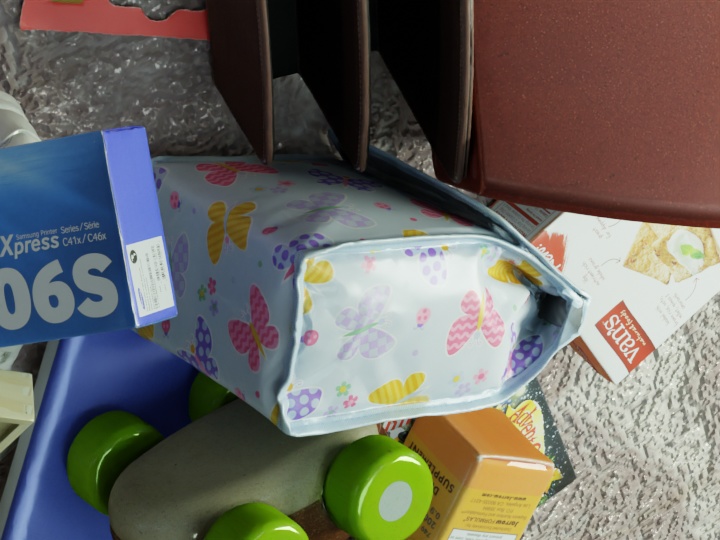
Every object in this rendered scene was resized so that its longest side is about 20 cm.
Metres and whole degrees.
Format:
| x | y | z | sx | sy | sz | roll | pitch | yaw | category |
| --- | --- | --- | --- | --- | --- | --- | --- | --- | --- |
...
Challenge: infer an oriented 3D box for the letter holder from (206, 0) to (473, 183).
| x | y | z | sx | sy | sz | roll | pitch | yaw | category |
| --- | --- | --- | --- | --- | --- | --- | --- | --- | --- |
| -0.012 | -0.139 | 1.126 | 0.100 | 0.143 | 0.201 | -17 | 138 | -14 | letter holder |

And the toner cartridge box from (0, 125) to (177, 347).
| x | y | z | sx | sy | sz | roll | pitch | yaw | category |
| --- | --- | --- | --- | --- | --- | --- | --- | --- | --- |
| -0.192 | -0.008 | 1.092 | 0.043 | 0.199 | 0.096 | -14 | 94 | -66 | toner cartridge box |

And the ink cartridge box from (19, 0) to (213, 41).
| x | y | z | sx | sy | sz | roll | pitch | yaw | category |
| --- | --- | --- | --- | --- | --- | --- | --- | --- | --- |
| -0.081 | -0.208 | 1.146 | 0.160 | 0.050 | 0.201 | 0 | 112 | -30 | ink cartridge box |

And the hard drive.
| x | y | z | sx | sy | sz | roll | pitch | yaw | category |
| --- | --- | --- | --- | --- | --- | --- | --- | --- | --- |
| -0.132 | 0.112 | 1.263 | 0.131 | 0.025 | 0.201 | 17 | 89 | -36 | hard drive |

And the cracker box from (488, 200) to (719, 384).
| x | y | z | sx | sy | sz | roll | pitch | yaw | category |
| --- | --- | --- | --- | --- | --- | --- | --- | --- | --- |
| 0.187 | -0.045 | 1.378 | 0.200 | 0.058 | 0.134 | -42 | 127 | -4 | cracker box |

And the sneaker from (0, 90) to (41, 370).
| x | y | z | sx | sy | sz | roll | pitch | yaw | category |
| --- | --- | --- | --- | --- | --- | --- | --- | --- | --- |
| -0.200 | 0.013 | 1.160 | 0.074 | 0.100 | 0.201 | -4 | 118 | -34 | sneaker |

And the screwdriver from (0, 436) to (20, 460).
| x | y | z | sx | sy | sz | roll | pitch | yaw | category |
| --- | --- | --- | --- | --- | --- | --- | --- | --- | --- |
| -0.197 | 0.093 | 1.258 | 0.029 | 0.028 | 0.200 | 42 | 84 | -9 | screwdriver |

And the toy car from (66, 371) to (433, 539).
| x | y | z | sx | sy | sz | roll | pitch | yaw | category |
| --- | --- | --- | --- | --- | --- | --- | --- | --- | --- |
| -0.051 | 0.174 | 1.226 | 0.157 | 0.164 | 0.201 | -26 | 122 | -28 | toy car |

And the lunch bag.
| x | y | z | sx | sy | sz | roll | pitch | yaw | category |
| --- | --- | --- | --- | --- | --- | --- | --- | --- | --- |
| 0.000 | 0.000 | 1.214 | 0.199 | 0.169 | 0.128 | -3 | 110 | -35 | lunch bag |

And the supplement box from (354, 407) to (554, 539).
| x | y | z | sx | sy | sz | roll | pitch | yaw | category |
| --- | --- | --- | --- | --- | --- | --- | --- | --- | --- |
| 0.035 | 0.179 | 1.335 | 0.068 | 0.067 | 0.201 | 8 | 114 | -39 | supplement box |

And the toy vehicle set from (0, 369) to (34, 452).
| x | y | z | sx | sy | sz | roll | pitch | yaw | category |
| --- | --- | --- | --- | --- | --- | --- | --- | --- | --- |
| -0.266 | 0.099 | 1.142 | 0.124 | 0.027 | 0.200 | 10 | 146 | -34 | toy vehicle set |

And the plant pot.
| x | y | z | sx | sy | sz | roll | pitch | yaw | category |
| --- | --- | --- | --- | --- | --- | --- | --- | --- | --- |
| 0.129 | -0.121 | 1.206 | 0.175 | 0.200 | 0.202 | -6 | 97 | -9 | plant pot |

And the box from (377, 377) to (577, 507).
| x | y | z | sx | sy | sz | roll | pitch | yaw | category |
| --- | --- | --- | --- | --- | --- | --- | --- | --- | --- |
| 0.047 | 0.100 | 1.365 | 0.136 | 0.038 | 0.200 | -35 | 138 | -8 | box |
